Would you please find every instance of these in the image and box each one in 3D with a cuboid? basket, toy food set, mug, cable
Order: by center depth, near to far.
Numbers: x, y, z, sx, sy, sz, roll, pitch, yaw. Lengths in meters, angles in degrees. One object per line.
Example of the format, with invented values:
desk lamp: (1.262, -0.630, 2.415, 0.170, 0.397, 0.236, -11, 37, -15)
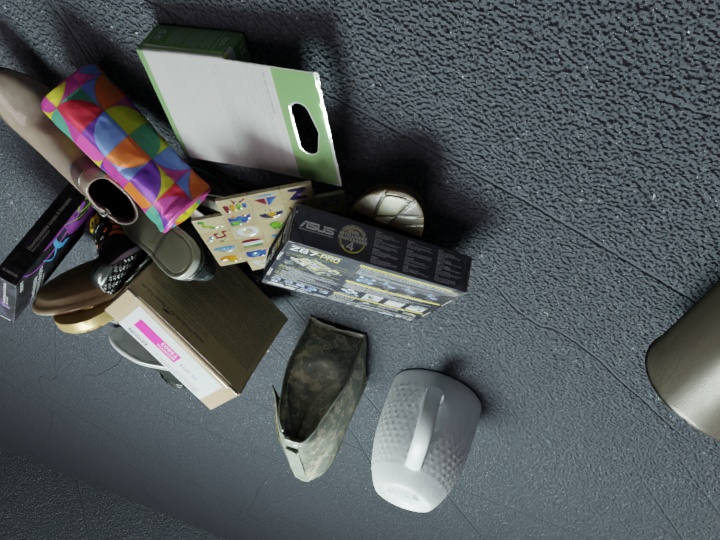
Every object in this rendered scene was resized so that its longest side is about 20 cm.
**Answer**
basket: (0.382, 0.057, 0.619, 0.180, 0.136, 0.201, 22, 144, 15)
toy food set: (-0.381, 0.023, 1.019, 0.199, 0.198, 0.049, 4, 118, 42)
mug: (0.092, 0.249, 1.026, 0.147, 0.176, 0.200, 18, 146, 10)
cable: (-0.179, 0.052, 1.072, 0.097, 0.050, 0.201, 26, 135, 12)

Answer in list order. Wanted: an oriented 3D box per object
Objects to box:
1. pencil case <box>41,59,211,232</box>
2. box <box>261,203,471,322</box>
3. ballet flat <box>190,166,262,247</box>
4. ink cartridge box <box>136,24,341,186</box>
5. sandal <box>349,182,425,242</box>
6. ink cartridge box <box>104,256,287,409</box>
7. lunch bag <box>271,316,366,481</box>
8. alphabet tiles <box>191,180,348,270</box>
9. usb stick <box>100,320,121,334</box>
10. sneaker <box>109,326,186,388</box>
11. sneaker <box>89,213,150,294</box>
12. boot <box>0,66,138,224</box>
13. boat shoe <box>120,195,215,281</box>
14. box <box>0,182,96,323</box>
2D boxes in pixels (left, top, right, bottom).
pencil case: (-0.260, -0.137, 0.772, 0.200, 0.088, 0.088, 49, 142, -10)
box: (0.000, 0.000, 0.773, 0.199, 0.049, 0.161, 16, 162, -12)
ballet flat: (-0.144, -0.064, 0.845, 0.199, 0.069, 0.068, 18, 145, 10)
ink cartridge box: (-0.112, -0.167, 0.702, 0.199, 0.048, 0.146, 12, 145, 19)
sandal: (0.035, -0.051, 0.769, 0.081, 0.055, 0.200, 10, 160, 9)
ink cartridge box: (-0.217, 0.060, 0.942, 0.075, 0.165, 0.200, -31, 108, 37)
lunch bag: (-0.070, 0.204, 1.048, 0.117, 0.201, 0.164, 16, 147, 12)
alphabet tiles: (-0.095, -0.046, 0.790, 0.165, 0.006, 0.200, -11, 159, -2)
usb stick: (-0.448, 0.073, 1.266, 0.055, 0.033, 0.200, 28, 146, -8)
sneaker: (-0.387, 0.174, 1.319, 0.199, 0.071, 0.099, 23, 144, -13)
sneaker: (-0.331, -0.035, 0.917, 0.090, 0.200, 0.070, 34, 106, -8)
boot: (-0.341, -0.140, 0.815, 0.146, 0.070, 0.200, 46, 180, 34)
boat shoe: (-0.246, -0.053, 0.888, 0.199, 0.075, 0.066, 40, -173, 34)
box: (-0.430, -0.035, 0.951, 0.036, 0.201, 0.143, 33, 146, -10)
